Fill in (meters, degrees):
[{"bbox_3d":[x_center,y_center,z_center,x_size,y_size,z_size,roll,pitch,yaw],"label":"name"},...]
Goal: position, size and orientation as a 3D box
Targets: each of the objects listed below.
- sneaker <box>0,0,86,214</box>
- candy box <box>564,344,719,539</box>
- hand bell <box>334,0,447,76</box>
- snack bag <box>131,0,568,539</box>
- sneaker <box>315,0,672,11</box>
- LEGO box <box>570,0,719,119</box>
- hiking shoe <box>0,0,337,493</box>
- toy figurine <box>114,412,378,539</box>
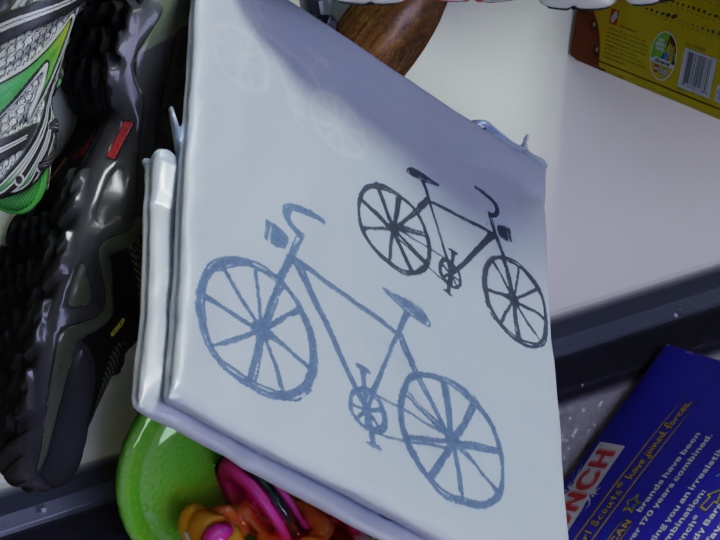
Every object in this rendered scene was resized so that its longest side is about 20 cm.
[{"bbox_3d":[-0.128,-0.073,0.878,0.085,0.078,0.200,40,88,-26],"label":"sneaker"},{"bbox_3d":[0.143,0.128,0.977,0.077,0.200,0.169,42,80,-28],"label":"candy box"},{"bbox_3d":[0.043,-0.134,0.951,0.104,0.104,0.200,32,98,-28],"label":"hand bell"},{"bbox_3d":[0.000,0.000,0.883,0.188,0.021,0.201,30,45,-35],"label":"snack bag"},{"bbox_3d":[0.055,-0.135,0.877,0.199,0.081,0.084,-1,112,-3],"label":"sneaker"},{"bbox_3d":[0.194,-0.090,0.965,0.148,0.200,0.078,2,105,-27],"label":"LEGO box"},{"bbox_3d":[-0.068,-0.011,0.915,0.100,0.076,0.201,19,88,-25],"label":"hiking shoe"},{"bbox_3d":[0.016,0.141,0.900,0.150,0.184,0.201,-36,125,-20],"label":"toy figurine"}]
